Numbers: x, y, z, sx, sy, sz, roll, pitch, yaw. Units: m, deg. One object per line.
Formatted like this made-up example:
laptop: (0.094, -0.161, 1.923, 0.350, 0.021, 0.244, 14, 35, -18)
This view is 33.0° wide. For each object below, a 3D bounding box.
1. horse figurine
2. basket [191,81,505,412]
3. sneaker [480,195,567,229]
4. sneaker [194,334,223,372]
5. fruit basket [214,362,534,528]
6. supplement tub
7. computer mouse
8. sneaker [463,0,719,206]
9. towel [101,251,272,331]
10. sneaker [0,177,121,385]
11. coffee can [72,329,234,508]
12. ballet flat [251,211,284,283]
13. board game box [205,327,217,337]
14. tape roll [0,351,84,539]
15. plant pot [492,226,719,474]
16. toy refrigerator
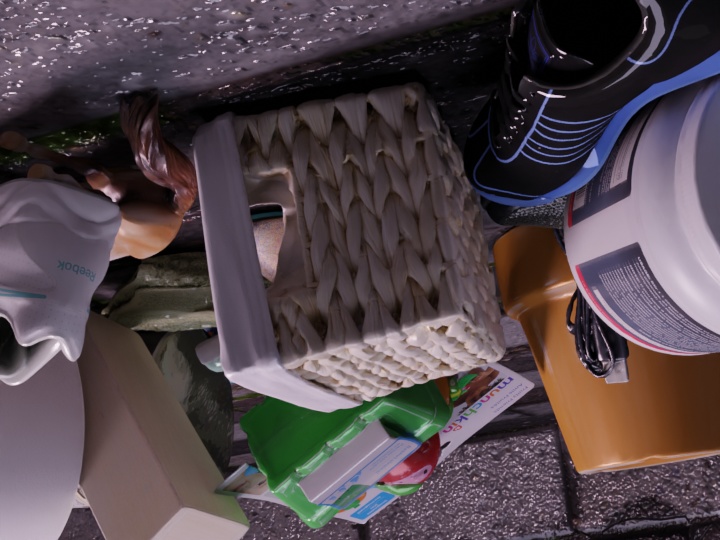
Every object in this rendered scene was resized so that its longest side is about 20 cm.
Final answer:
horse figurine: (-0.152, -0.034, 0.643, 0.198, 0.051, 0.132, -14, 159, 37)
basket: (0.003, -0.006, 0.666, 0.122, 0.138, 0.200, -12, 167, 12)
sneaker: (0.174, -0.025, 0.734, 0.196, 0.116, 0.076, -4, 165, -9)
sneaker: (-0.027, 0.091, 0.930, 0.198, 0.120, 0.073, -3, 170, -32)
fruit basket: (0.019, 0.121, 0.863, 0.185, 0.094, 0.199, -40, 141, 14)
supplement tub: (0.187, -0.031, 0.599, 0.138, 0.143, 0.200, -6, 176, -5)
computer mouse: (0.234, -0.010, 0.822, 0.197, 0.141, 0.053, -15, -168, -10)
sneaker: (0.087, -0.087, 0.528, 0.077, 0.071, 0.200, 2, 157, -28)
towel: (-0.091, 0.018, 0.931, 0.197, 0.037, 0.148, -2, 167, -22)
sneaker: (-0.190, 0.015, 0.603, 0.070, 0.082, 0.199, 18, 158, -36)
coffee can: (-0.225, 0.127, 1.026, 0.197, 0.149, 0.146, -5, 169, 19)
ballet flat: (0.000, 0.000, 0.835, 0.198, 0.068, 0.068, 1, 157, -35)
board game box: (-0.071, 0.066, 1.131, 0.150, 0.046, 0.200, -3, 167, -20)
tape roll: (-0.299, 0.111, 0.837, 0.138, 0.206, 0.201, 6, 162, -44)
plant pot: (0.212, 0.056, 0.938, 0.197, 0.186, 0.200, -7, 167, -2)
toy refrigerator: (-0.164, 0.122, 0.858, 0.070, 0.200, 0.076, -46, 143, 9)
